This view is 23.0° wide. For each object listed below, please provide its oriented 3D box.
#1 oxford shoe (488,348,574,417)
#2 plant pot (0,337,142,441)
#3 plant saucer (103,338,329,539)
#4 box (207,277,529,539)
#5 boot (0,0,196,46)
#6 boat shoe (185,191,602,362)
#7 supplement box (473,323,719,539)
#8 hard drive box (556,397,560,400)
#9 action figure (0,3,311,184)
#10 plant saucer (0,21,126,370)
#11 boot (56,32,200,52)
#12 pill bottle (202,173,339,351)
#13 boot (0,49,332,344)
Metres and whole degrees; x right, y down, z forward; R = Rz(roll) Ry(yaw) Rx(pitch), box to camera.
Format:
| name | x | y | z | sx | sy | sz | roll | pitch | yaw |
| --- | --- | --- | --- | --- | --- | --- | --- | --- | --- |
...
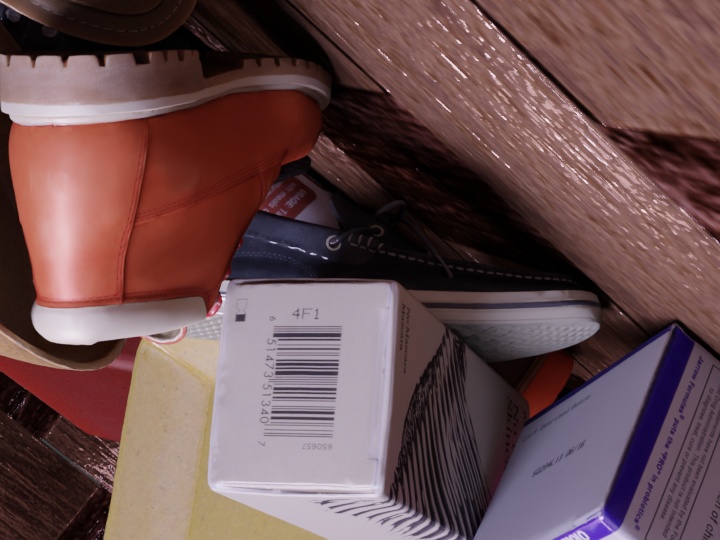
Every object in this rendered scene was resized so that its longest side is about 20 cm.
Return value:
| name | x | y | z | sx | sy | sz | roll | pitch | yaw |
| --- | --- | --- | --- | --- | --- | --- | --- | --- | --- |
| oxford shoe | 0.019 | 0.098 | 0.869 | 0.073 | 0.200 | 0.071 | 41 | 161 | -4 |
| plant pot | -0.124 | 0.013 | 1.188 | 0.176 | 0.200 | 0.200 | 17 | 162 | 36 |
| plant saucer | -0.051 | 0.103 | 0.851 | 0.048 | 0.200 | 0.200 | 24 | 151 | -32 |
| box | 0.011 | 0.067 | 0.700 | 0.068 | 0.082 | 0.200 | -1 | 165 | 20 |
| boot | -0.139 | -0.143 | 0.662 | 0.200 | 0.077 | 0.155 | 28 | 180 | 1 |
| boat shoe | 0.000 | 0.000 | 0.726 | 0.200 | 0.062 | 0.075 | 5 | 163 | 5 |
| supplement box | 0.151 | 0.134 | 0.684 | 0.200 | 0.103 | 0.101 | 38 | 139 | -9 |
| hard drive box | 0.032 | 0.102 | 1.044 | 0.156 | 0.077 | 0.200 | 1 | -168 | -26 |
| action figure | -0.126 | -0.073 | 0.782 | 0.193 | 0.200 | 0.105 | 10 | 168 | -20 |
| plant saucer | -0.155 | -0.044 | 0.643 | 0.200 | 0.035 | 0.200 | 56 | -168 | -19 |
| boot | -0.167 | -0.073 | 0.877 | 0.198 | 0.163 | 0.073 | 38 | 176 | 10 |
| pill bottle | -0.077 | -0.019 | 0.966 | 0.200 | 0.112 | 0.112 | 38 | 173 | 6 |
| boot | -0.067 | -0.030 | 0.657 | 0.075 | 0.107 | 0.200 | 1 | -172 | 23 |
